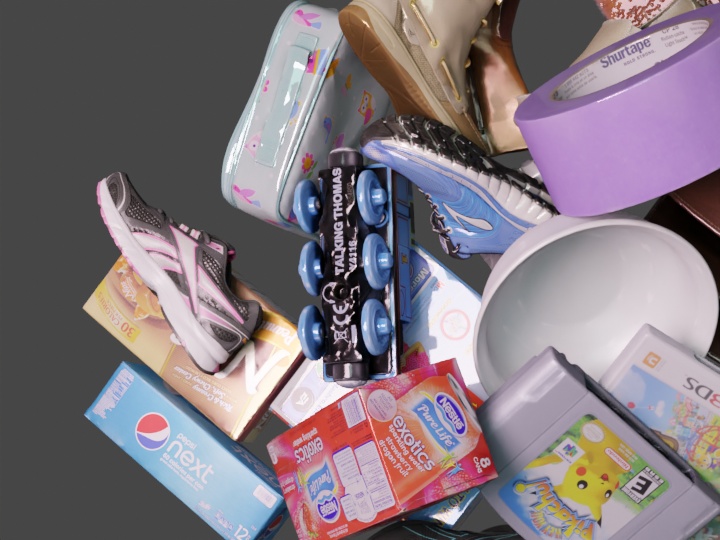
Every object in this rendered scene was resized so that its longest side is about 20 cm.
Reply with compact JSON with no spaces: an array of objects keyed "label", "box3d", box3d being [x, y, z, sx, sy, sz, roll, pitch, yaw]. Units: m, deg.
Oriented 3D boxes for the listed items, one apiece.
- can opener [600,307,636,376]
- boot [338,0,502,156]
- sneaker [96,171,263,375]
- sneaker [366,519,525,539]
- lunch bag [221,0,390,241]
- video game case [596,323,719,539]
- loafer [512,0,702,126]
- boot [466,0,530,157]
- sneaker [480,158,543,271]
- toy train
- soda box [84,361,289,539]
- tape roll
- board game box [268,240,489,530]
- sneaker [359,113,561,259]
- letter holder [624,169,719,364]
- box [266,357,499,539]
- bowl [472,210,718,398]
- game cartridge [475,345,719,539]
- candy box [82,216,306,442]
[{"label":"can opener","box3d":[0.206,0.110,1.248,0.066,0.053,0.203,1,83,11]},{"label":"boot","box3d":[0.086,-0.195,1.247,0.156,0.200,0.073,-48,30,-16]},{"label":"sneaker","box3d":[-0.157,-0.008,1.298,0.086,0.080,0.201,-33,82,-7]},{"label":"sneaker","box3d":[0.082,0.247,1.201,0.198,0.079,0.076,-3,96,-24]},{"label":"lunch bag","box3d":[-0.045,-0.135,1.283,0.076,0.160,0.202,19,90,24]},{"label":"video game case","box3d":[0.247,0.165,1.179,0.181,0.022,0.201,31,114,-9]},{"label":"loafer","box3d":[0.217,-0.181,1.259,0.198,0.076,0.069,-24,93,-5]},{"label":"boot","box3d":[0.135,-0.208,1.298,0.186,0.068,0.202,-13,84,6]},{"label":"sneaker","box3d":[0.190,-0.056,1.270,0.199,0.075,0.116,-32,85,15]},{"label":"toy train","box3d":[0.000,0.000,1.225,0.086,0.114,0.203,-6,80,24]},{"label":"soda box","box3d":[-0.152,0.169,1.326,0.199,0.068,0.064,39,93,15]},{"label":"tape roll","box3d":[0.224,-0.126,1.124,0.198,0.200,0.086,-25,102,10]},{"label":"board game box","box3d":[0.056,0.107,1.286,0.195,0.056,0.201,40,94,15]},{"label":"sneaker","box3d":[0.081,-0.055,1.199,0.199,0.079,0.089,30,112,-16]},{"label":"letter holder","box3d":[0.324,-0.001,1.185,0.199,0.101,0.142,35,72,15]},{"label":"box","box3d":[0.012,0.151,1.157,0.095,0.200,0.101,-14,77,-29]},{"label":"bowl","box3d":[0.179,0.025,1.173,0.199,0.091,0.203,-5,123,-7]},{"label":"game cartridge","box3d":[0.176,0.166,1.156,0.200,0.041,0.133,40,115,-12]},{"label":"candy box","box3d":[-0.146,0.052,1.344,0.199,0.055,0.116,38,93,15]}]
